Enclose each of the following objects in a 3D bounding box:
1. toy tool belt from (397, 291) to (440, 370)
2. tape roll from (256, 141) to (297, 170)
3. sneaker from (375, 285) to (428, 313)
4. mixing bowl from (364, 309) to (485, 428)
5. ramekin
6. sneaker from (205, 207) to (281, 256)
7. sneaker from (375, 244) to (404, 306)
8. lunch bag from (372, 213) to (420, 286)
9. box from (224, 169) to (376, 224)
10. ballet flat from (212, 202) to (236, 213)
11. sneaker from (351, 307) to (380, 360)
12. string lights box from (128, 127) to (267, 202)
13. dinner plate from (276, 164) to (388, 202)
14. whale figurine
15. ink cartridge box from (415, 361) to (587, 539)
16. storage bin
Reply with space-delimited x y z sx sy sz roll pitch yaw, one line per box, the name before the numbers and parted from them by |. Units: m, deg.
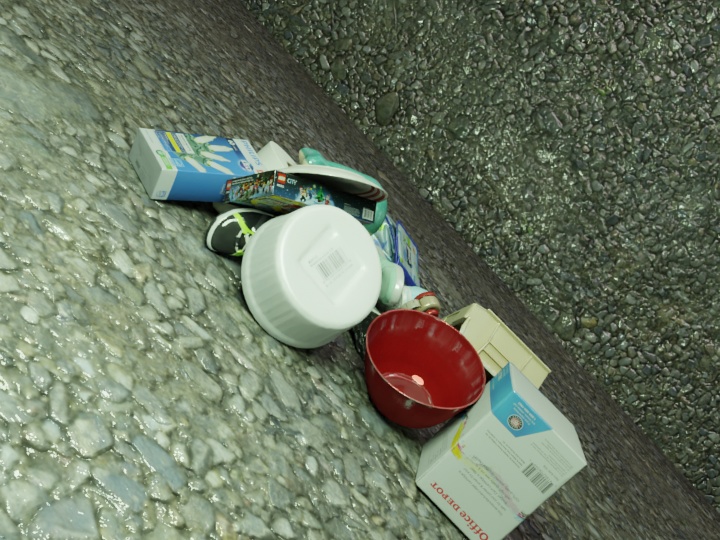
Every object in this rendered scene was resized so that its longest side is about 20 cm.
toy tool belt | 0.123 0.144 1.315 0.202 0.123 0.124 96 -23 -50
tape roll | -0.111 -0.143 1.359 0.204 0.037 0.203 52 8 -10
sneaker | 0.075 0.070 1.401 0.080 0.075 0.200 7 -6 -18
mixing bowl | 0.084 0.169 1.176 0.197 0.109 0.202 15 38 -12
ramekin | -0.063 0.004 1.088 0.198 0.097 0.204 10 71 -32
sneaker | -0.135 -0.047 1.152 0.197 0.073 0.083 -1 28 -29
sneaker | 0.000 0.000 1.340 0.116 0.075 0.201 12 18 -23
lunch bag | 0.051 -0.046 1.635 0.201 0.127 0.170 55 4 32
box | -0.092 -0.106 1.167 0.198 0.038 0.135 13 -9 -41
ballet flat | -0.231 -0.133 1.287 0.073 0.073 0.202 18 37 -60
sneaker | 0.017 0.097 1.324 0.201 0.074 0.079 54 12 30
string lights box | -0.249 -0.161 1.184 0.198 0.059 0.103 -2 45 -43
dinner plate | -0.054 -0.133 1.160 0.196 0.025 0.200 8 -7 1
whale figurine | -0.027 -0.150 1.362 0.200 0.103 0.160 48 9 -26
ink cartridge box | 0.202 0.271 1.110 0.147 0.200 0.146 44 13 0
storage bin | 0.232 0.176 1.460 0.198 0.094 0.200 44 -22 -2
